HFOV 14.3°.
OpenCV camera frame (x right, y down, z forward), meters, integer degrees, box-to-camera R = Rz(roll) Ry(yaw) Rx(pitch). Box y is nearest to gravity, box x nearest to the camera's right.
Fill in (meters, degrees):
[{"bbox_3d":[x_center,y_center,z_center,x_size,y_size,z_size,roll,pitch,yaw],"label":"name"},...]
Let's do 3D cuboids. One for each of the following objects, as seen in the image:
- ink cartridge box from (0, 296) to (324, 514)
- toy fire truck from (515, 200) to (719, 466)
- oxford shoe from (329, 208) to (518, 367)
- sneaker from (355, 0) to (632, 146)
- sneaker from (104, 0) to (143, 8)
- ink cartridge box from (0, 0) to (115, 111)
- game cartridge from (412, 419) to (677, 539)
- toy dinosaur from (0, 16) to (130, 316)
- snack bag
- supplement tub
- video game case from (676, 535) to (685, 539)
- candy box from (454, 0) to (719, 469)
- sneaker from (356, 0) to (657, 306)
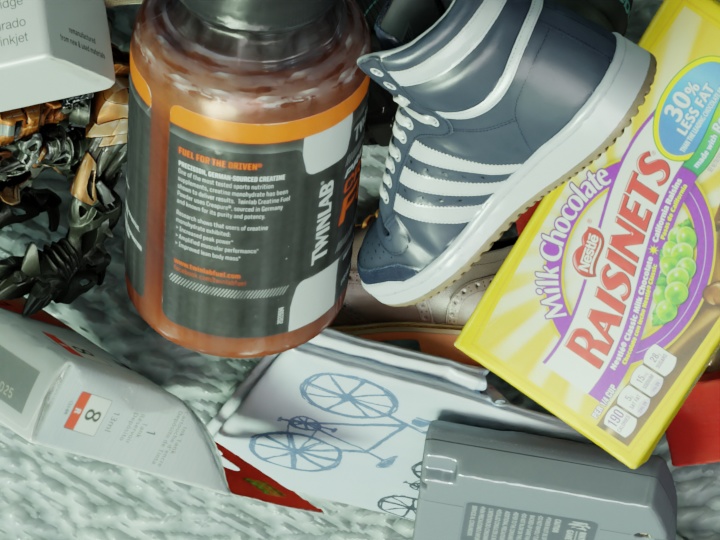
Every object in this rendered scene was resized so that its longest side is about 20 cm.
[{"bbox_3d":[-0.123,0.053,1.390,0.200,0.162,0.050,16,99,-46],"label":"ink cartridge box"},{"bbox_3d":[0.132,-0.001,1.367,0.049,0.141,0.200,-10,90,36],"label":"toy fire truck"},{"bbox_3d":[0.000,0.000,1.421,0.200,0.071,0.073,5,102,6],"label":"oxford shoe"},{"bbox_3d":[0.039,-0.108,1.314,0.200,0.079,0.075,-2,137,33],"label":"sneaker"},{"bbox_3d":[-0.064,-0.164,1.293,0.200,0.071,0.076,-13,143,24],"label":"sneaker"},{"bbox_3d":[-0.195,-0.166,1.210,0.144,0.200,0.085,-11,172,14],"label":"ink cartridge box"},{"bbox_3d":[0.093,0.133,1.463,0.133,0.041,0.200,13,155,3],"label":"game cartridge"},{"bbox_3d":[-0.134,-0.060,1.328,0.200,0.102,0.136,17,115,-24],"label":"toy dinosaur"},{"bbox_3d":[0.032,0.088,1.458,0.200,0.021,0.189,16,154,-11],"label":"snack bag"},{"bbox_3d":[-0.050,-0.064,1.268,0.107,0.107,0.200,7,133,1],"label":"supplement tub"},{"bbox_3d":[0.228,0.249,1.509,0.200,0.182,0.023,34,124,-20],"label":"video game case"},{"bbox_3d":[0.132,-0.020,1.267,0.102,0.026,0.200,35,111,13],"label":"candy box"},{"bbox_3d":[0.029,-0.064,1.246,0.108,0.070,0.200,31,139,-16],"label":"sneaker"}]
